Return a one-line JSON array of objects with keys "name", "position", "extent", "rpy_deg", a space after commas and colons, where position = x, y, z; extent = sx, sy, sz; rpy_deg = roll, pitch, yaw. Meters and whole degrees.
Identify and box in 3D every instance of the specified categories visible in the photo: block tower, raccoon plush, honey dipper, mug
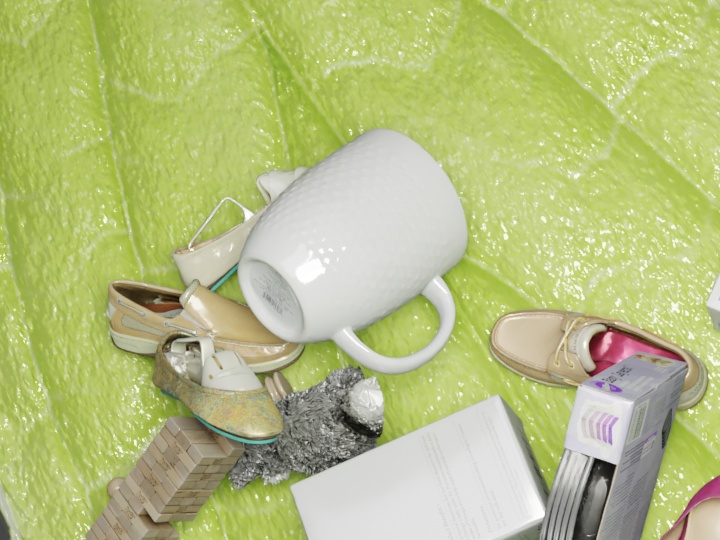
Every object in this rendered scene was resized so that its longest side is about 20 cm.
[{"name": "block tower", "position": [-0.186, 0.213, 1.530], "extent": [0.054, 0.058, 0.200], "rpy_deg": [47, 111, 29]}, {"name": "raccoon plush", "position": [-0.056, 0.126, 1.487], "extent": [0.133, 0.200, 0.097], "rpy_deg": [-8, 64, -8]}, {"name": "honey dipper", "position": [-0.152, 0.157, 1.589], "extent": [0.199, 0.038, 0.038], "rpy_deg": [-30, 67, 8]}, {"name": "mug", "position": [0.000, 0.000, 1.505], "extent": [0.175, 0.148, 0.200], "rpy_deg": [-36, 82, -31]}]

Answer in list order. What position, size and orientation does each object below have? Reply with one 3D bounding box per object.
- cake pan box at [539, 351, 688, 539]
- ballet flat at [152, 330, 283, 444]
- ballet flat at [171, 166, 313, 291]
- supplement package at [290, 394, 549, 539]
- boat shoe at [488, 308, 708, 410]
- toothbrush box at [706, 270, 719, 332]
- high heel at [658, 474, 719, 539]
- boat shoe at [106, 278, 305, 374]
[{"name": "cake pan box", "position": [0.197, 0.169, 1.364], "extent": [0.052, 0.200, 0.186], "rpy_deg": [16, 103, 21]}, {"name": "ballet flat", "position": [-0.128, 0.095, 1.488], "extent": [0.071, 0.071, 0.200], "rpy_deg": [-58, 31, -7]}, {"name": "ballet flat", "position": [-0.095, -0.054, 1.618], "extent": [0.199, 0.069, 0.070], "rpy_deg": [-37, 66, 2]}, {"name": "supplement package", "position": [0.060, 0.207, 1.464], "extent": [0.199, 0.117, 0.118], "rpy_deg": [-24, 69, 7]}, {"name": "boat shoe", "position": [0.203, 0.068, 1.492], "extent": [0.198, 0.069, 0.074], "rpy_deg": [11, 76, 19]}, {"name": "toothbrush box", "position": [0.413, 0.012, 1.439], "extent": [0.199, 0.086, 0.147], "rpy_deg": [22, 80, 21]}, {"name": "high heel", "position": [0.275, 0.232, 1.399], "extent": [0.067, 0.096, 0.200], "rpy_deg": [40, 90, 11]}, {"name": "boat shoe", "position": [-0.149, 0.045, 1.590], "extent": [0.198, 0.077, 0.072], "rpy_deg": [5, 35, 17]}]
